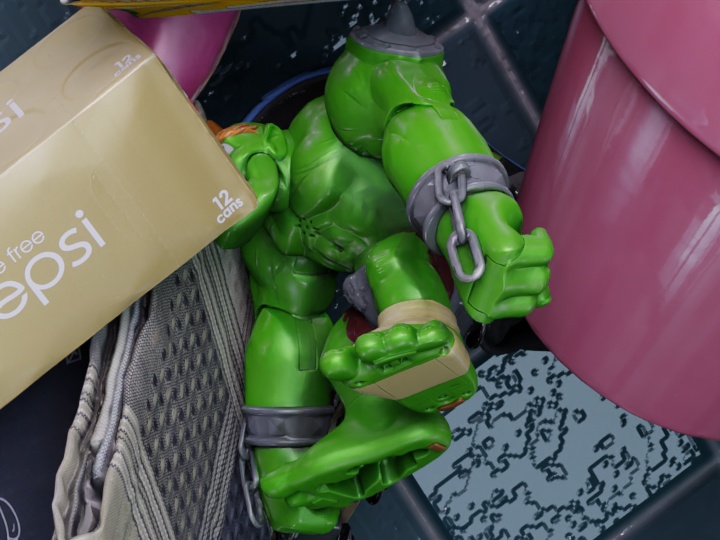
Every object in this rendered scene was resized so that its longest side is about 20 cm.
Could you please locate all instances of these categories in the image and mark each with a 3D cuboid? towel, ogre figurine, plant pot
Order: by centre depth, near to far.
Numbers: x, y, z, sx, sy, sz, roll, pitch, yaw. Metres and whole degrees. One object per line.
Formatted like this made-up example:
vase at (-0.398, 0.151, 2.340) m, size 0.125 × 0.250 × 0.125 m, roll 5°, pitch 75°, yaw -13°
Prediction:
ogre figurine at (0.000, 0.000, 0.852) m, size 0.097 × 0.121 × 0.200 m, roll -10°, pitch 154°, yaw -6°
plant pot at (0.143, -0.046, 0.886) m, size 0.199 × 0.201 × 0.180 m, roll 7°, pitch 131°, yaw -27°
towel at (-0.066, 0.070, 0.889) m, size 0.034 × 0.193 × 0.201 m, roll 1°, pitch 139°, yaw 11°

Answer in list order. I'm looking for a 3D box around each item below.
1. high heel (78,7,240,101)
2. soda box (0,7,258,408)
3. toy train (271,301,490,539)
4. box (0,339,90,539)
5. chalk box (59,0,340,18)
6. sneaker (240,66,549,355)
high heel at (-0.081, -0.136, 0.846) m, size 0.096 × 0.067 × 0.201 m, roll 26°, pitch 72°, yaw -42°
soda box at (-0.133, 0.007, 0.787) m, size 0.200 × 0.068 × 0.064 m, roll -39°, pitch 120°, yaw -5°
toy train at (-0.001, 0.061, 0.974) m, size 0.034 × 0.046 × 0.200 m, roll 12°, pitch 135°, yaw -18°
box at (-0.166, 0.059, 0.897) m, size 0.148 × 0.107 × 0.201 m, roll -15°, pitch 116°, yaw -18°
chalk box at (-0.028, -0.180, 0.759) m, size 0.123 × 0.124 × 0.202 m, roll -3°, pitch 93°, yaw 5°
sneaker at (0.038, -0.017, 0.972) m, size 0.199 × 0.083 × 0.071 m, roll 24°, pitch 101°, yaw -29°
